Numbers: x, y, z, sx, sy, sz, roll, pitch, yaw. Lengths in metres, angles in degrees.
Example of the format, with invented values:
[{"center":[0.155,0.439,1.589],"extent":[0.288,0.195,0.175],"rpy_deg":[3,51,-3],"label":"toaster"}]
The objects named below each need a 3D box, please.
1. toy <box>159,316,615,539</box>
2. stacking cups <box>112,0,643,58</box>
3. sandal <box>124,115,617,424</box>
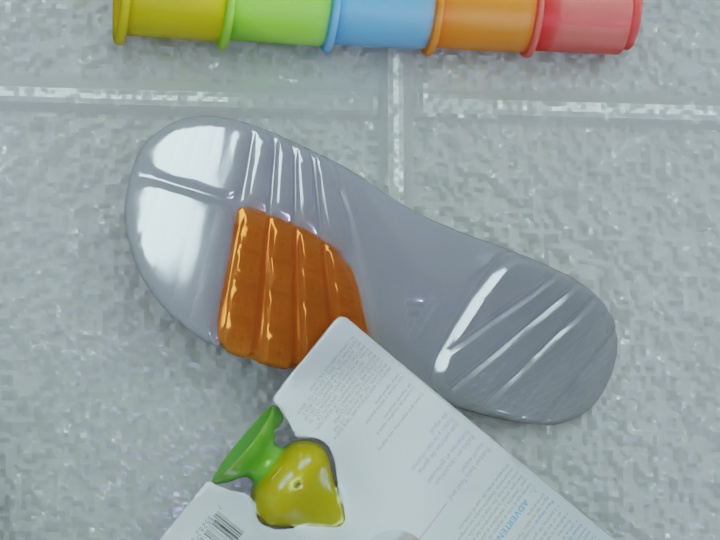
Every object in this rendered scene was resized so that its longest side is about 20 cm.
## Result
[{"center":[0.030,0.122,1.040],"extent":[0.200,0.047,0.115],"rpy_deg":[40,85,-11],"label":"toy"},{"center":[0.006,-0.106,1.089],"extent":[0.199,0.061,0.061],"rpy_deg":[5,78,-11],"label":"stacking cups"},{"center":[-0.002,0.008,1.063],"extent":[0.206,0.059,0.079],"rpy_deg":[23,85,-24],"label":"sandal"}]
